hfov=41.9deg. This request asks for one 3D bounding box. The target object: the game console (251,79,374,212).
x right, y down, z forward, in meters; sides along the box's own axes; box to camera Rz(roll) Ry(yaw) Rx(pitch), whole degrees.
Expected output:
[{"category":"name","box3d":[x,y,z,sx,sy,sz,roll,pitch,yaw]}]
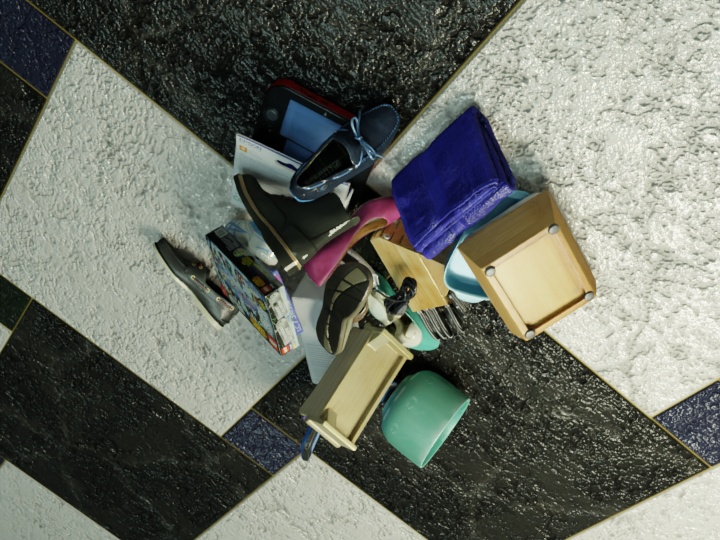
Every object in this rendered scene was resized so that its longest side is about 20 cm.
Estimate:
[{"category":"game console","box3d":[-0.074,-0.194,1.481,0.198,0.031,0.178,28,133,1]}]

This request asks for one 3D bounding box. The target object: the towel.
[{"category":"towel","box3d":[0.127,-0.127,1.384,0.200,0.049,0.149,-40,64,40]}]

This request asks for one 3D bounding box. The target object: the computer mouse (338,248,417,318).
[{"category":"computer mouse","box3d":[0.000,0.000,1.535,0.198,0.044,0.110,32,153,6]}]

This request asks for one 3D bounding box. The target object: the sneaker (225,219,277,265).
[{"category":"sneaker","box3d":[-0.170,-0.059,1.573,0.072,0.073,0.199,42,171,-28]}]

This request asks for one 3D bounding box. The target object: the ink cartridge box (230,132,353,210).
[{"category":"ink cartridge box","box3d":[-0.111,-0.135,1.506,0.197,0.041,0.201,25,150,3]}]

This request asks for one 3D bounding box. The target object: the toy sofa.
[{"category":"toy sofa","box3d":[-0.008,0.193,1.585,0.083,0.201,0.097,42,161,-25]}]

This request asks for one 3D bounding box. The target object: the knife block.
[{"category":"knife block","box3d":[0.099,0.023,1.559,0.197,0.064,0.177,23,132,5]}]

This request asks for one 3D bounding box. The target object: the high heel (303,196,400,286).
[{"category":"high heel","box3d":[0.001,-0.048,1.468,0.197,0.097,0.068,-18,157,-15]}]

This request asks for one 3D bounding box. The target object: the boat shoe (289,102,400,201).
[{"category":"boat shoe","box3d":[-0.017,-0.169,1.375,0.084,0.200,0.069,44,175,3]}]

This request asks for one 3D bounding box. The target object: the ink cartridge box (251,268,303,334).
[{"category":"ink cartridge box","box3d":[-0.161,0.056,1.636,0.199,0.042,0.121,9,125,65]}]

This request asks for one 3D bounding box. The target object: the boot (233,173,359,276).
[{"category":"boot","box3d":[-0.100,-0.100,1.448,0.201,0.137,0.078,55,177,27]}]

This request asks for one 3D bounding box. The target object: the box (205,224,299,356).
[{"category":"box","box3d":[-0.179,0.032,1.542,0.200,0.040,0.138,41,153,41]}]

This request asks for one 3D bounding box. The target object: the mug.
[{"category":"mug","box3d":[0.105,0.267,1.698,0.114,0.152,0.186,36,140,14]}]

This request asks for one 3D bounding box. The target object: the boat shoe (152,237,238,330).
[{"category":"boat shoe","box3d":[-0.303,0.015,1.736,0.063,0.074,0.202,-41,96,4]}]

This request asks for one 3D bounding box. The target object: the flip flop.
[{"category":"flip flop","box3d":[-0.020,0.059,1.528,0.081,0.057,0.202,49,141,29]}]

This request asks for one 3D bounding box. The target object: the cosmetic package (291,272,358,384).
[{"category":"cosmetic package","box3d":[-0.056,0.097,1.664,0.070,0.102,0.202,5,128,20]}]

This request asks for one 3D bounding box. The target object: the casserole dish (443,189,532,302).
[{"category":"casserole dish","box3d":[0.199,-0.043,1.437,0.119,0.039,0.202,14,118,-21]}]

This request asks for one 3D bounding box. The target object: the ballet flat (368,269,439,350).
[{"category":"ballet flat","box3d":[0.058,0.085,1.624,0.067,0.071,0.200,-32,111,33]}]

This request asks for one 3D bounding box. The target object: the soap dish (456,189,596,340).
[{"category":"soap dish","box3d":[0.257,0.000,1.407,0.156,0.082,0.201,-32,124,8]}]

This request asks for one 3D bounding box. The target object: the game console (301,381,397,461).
[{"category":"game console","box3d":[-0.024,0.274,1.701,0.117,0.173,0.200,23,163,4]}]
